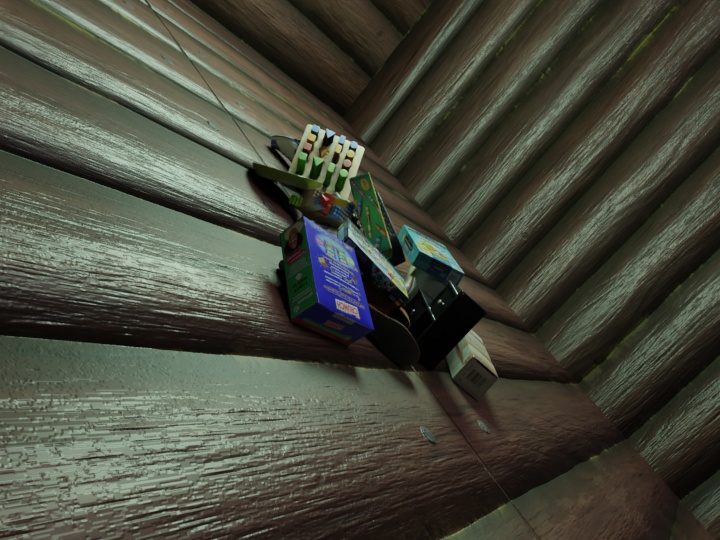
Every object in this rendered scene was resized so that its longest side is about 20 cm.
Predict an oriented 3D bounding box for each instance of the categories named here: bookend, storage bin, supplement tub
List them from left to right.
[{"bbox_3d":[0.050,-0.113,1.719,0.136,0.091,0.205,63,5,-62],"label":"storage bin"},{"bbox_3d":[0.202,0.058,1.715,0.144,0.146,0.201,40,15,-9],"label":"supplement tub"},{"bbox_3d":[0.189,0.100,1.465,0.091,0.201,0.200,35,17,-23],"label":"bookend"}]

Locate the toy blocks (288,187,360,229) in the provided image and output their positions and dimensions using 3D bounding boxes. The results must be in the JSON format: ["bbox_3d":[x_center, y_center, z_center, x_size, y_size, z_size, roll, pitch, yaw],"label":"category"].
[{"bbox_3d":[-0.069,-0.148,1.509,0.197,0.103,0.135,33,-18,-30],"label":"toy blocks"}]

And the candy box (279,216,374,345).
[{"bbox_3d":[-0.067,0.023,1.146,0.167,0.076,0.205,31,34,-44],"label":"candy box"}]

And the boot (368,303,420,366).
[{"bbox_3d":[0.052,0.128,1.294,0.199,0.074,0.076,41,5,-6],"label":"boot"}]

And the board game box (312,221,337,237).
[{"bbox_3d":[-0.083,-0.065,1.402,0.130,0.030,0.201,15,20,-9],"label":"board game box"}]

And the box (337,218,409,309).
[{"bbox_3d":[0.027,-0.017,1.339,0.200,0.038,0.137,46,13,-16],"label":"box"}]

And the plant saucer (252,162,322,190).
[{"bbox_3d":[-0.195,-0.244,1.560,0.193,0.032,0.200,16,7,-2],"label":"plant saucer"}]

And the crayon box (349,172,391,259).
[{"bbox_3d":[0.027,-0.130,1.507,0.119,0.056,0.207,74,0,-80],"label":"crayon box"}]

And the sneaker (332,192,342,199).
[{"bbox_3d":[-0.058,-0.139,1.710,0.076,0.078,0.202,50,-6,43],"label":"sneaker"}]

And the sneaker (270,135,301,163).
[{"bbox_3d":[-0.204,-0.357,1.881,0.193,0.119,0.080,16,7,16],"label":"sneaker"}]

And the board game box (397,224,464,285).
[{"bbox_3d":[0.192,-0.044,1.647,0.147,0.048,0.201,25,18,-19],"label":"board game box"}]

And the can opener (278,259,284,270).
[{"bbox_3d":[-0.107,-0.001,1.265,0.065,0.055,0.198,11,-7,33],"label":"can opener"}]

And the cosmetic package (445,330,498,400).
[{"bbox_3d":[0.289,0.236,1.587,0.102,0.088,0.201,37,16,-17],"label":"cosmetic package"}]

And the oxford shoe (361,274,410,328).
[{"bbox_3d":[0.039,0.070,1.342,0.197,0.073,0.071,34,-2,-20],"label":"oxford shoe"}]

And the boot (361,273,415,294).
[{"bbox_3d":[0.033,0.012,1.462,0.199,0.064,0.187,41,41,-2],"label":"boot"}]

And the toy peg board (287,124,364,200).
[{"bbox_3d":[-0.096,-0.342,1.764,0.194,0.205,0.098,21,-25,-4],"label":"toy peg board"}]
